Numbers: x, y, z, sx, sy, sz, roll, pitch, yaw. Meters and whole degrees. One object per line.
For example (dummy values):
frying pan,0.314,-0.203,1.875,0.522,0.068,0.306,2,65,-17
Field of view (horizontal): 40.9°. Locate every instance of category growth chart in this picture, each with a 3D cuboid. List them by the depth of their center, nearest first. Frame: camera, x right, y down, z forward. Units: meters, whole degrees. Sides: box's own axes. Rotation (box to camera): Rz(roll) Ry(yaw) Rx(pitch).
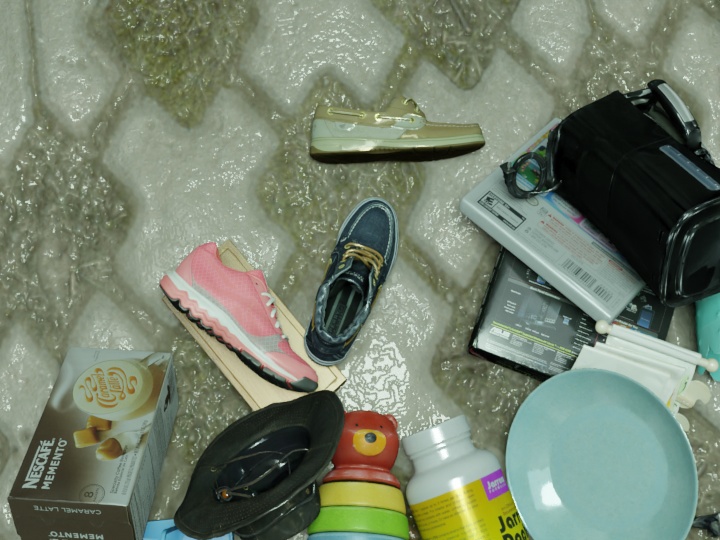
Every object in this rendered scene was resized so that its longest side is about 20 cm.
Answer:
growth chart,0.260,0.142,0.983,0.143,0.018,0.202,26,121,0

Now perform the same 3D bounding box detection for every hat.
hat,-0.080,0.207,0.931,0.199,0.201,0.082,-34,109,-6

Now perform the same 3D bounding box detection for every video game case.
video game case,0.233,-0.058,1.027,0.199,0.024,0.181,40,58,18

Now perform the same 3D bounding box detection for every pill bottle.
pill bottle,0.109,0.254,0.977,0.103,0.104,0.203,-21,80,-4

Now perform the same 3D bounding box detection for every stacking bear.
stacking bear,-0.001,0.242,0.979,0.119,0.114,0.204,5,68,-2

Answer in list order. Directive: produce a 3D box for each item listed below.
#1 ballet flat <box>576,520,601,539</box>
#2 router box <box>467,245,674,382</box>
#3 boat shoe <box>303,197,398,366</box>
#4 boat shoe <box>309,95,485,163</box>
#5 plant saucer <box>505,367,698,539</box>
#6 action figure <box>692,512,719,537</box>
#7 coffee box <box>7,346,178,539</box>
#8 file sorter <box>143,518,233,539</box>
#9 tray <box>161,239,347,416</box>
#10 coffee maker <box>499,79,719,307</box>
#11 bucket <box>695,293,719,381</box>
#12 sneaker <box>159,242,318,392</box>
ballet flat,0.258,0.354,0.978,0.072,0.073,0.202,-32,83,-6
router box,0.229,0.049,1.037,0.197,0.062,0.152,21,80,4
boat shoe,0.000,0.000,1.018,0.070,0.091,0.203,21,68,-3
boat shoe,0.040,-0.159,1.071,0.195,0.074,0.068,-1,84,0
plant saucer,0.239,0.197,0.951,0.198,0.038,0.206,1,92,37
action figure,0.338,0.283,0.965,0.200,0.102,0.119,46,61,2
coffee box,-0.255,0.174,0.950,0.112,0.081,0.202,3,38,2
file sorter,-0.227,0.326,0.956,0.196,0.123,0.142,-5,80,-1
tray,-0.115,0.075,1.047,0.098,0.037,0.201,-40,81,-7
coffee maker,0.272,-0.064,0.929,0.190,0.135,0.201,-34,43,3
bucket,0.434,0.026,0.974,0.203,0.208,0.138,0,71,0
sneaker,-0.112,0.045,0.998,0.199,0.074,0.087,38,78,5
